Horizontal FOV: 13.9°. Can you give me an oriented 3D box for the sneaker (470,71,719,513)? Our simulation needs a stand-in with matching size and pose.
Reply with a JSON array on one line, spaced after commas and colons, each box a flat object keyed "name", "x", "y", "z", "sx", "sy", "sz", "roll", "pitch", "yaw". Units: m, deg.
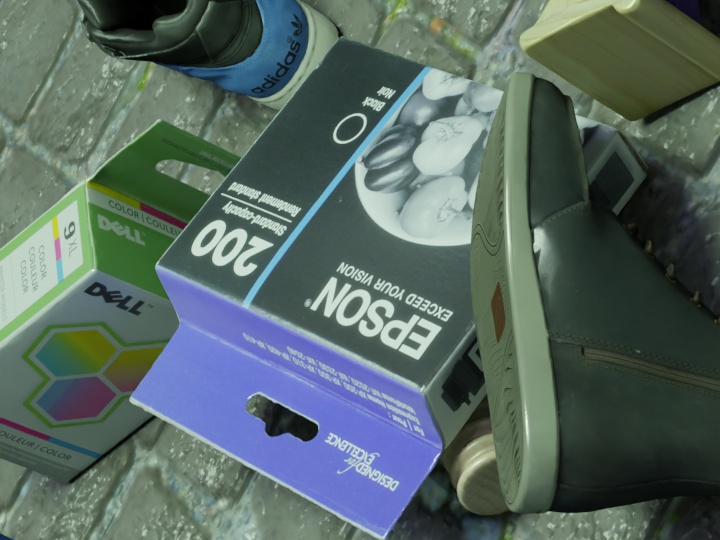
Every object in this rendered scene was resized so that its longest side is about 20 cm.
[{"name": "sneaker", "x": 0.104, "y": 0.011, "z": 1.190, "sx": 0.075, "sy": 0.106, "sz": 0.201, "roll": 107, "pitch": 163, "yaw": -56}]

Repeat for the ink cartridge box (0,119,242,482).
[{"name": "ink cartridge box", "x": -0.123, "y": 0.019, "z": 1.440, "sx": 0.200, "sy": 0.104, "sz": 0.060, "roll": -37, "pitch": 47, "yaw": 30}]

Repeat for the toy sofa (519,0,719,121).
[{"name": "toy sofa", "x": 0.125, "y": -0.176, "z": 1.276, "sx": 0.097, "sy": 0.083, "sz": 0.201, "roll": -24, "pitch": 54, "yaw": 33}]

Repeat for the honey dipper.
[{"name": "honey dipper", "x": 0.029, "y": 0.028, "z": 1.316, "sx": 0.038, "sy": 0.038, "sz": 0.200, "roll": -48, "pitch": 40, "yaw": 20}]

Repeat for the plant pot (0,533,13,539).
[{"name": "plant pot", "x": -0.184, "y": 0.226, "z": 1.309, "sx": 0.180, "sy": 0.199, "sz": 0.201, "roll": 26, "pitch": 89, "yaw": 59}]

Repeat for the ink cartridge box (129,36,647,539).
[{"name": "ink cartridge box", "x": 0.000, "y": 0.000, "z": 1.309, "sx": 0.198, "sy": 0.043, "sz": 0.200, "roll": 23, "pitch": 72, "yaw": 48}]

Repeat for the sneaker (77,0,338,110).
[{"name": "sneaker", "x": -0.104, "y": -0.145, "z": 1.496, "sx": 0.200, "sy": 0.111, "sz": 0.077, "roll": 36, "pitch": 99, "yaw": 51}]
